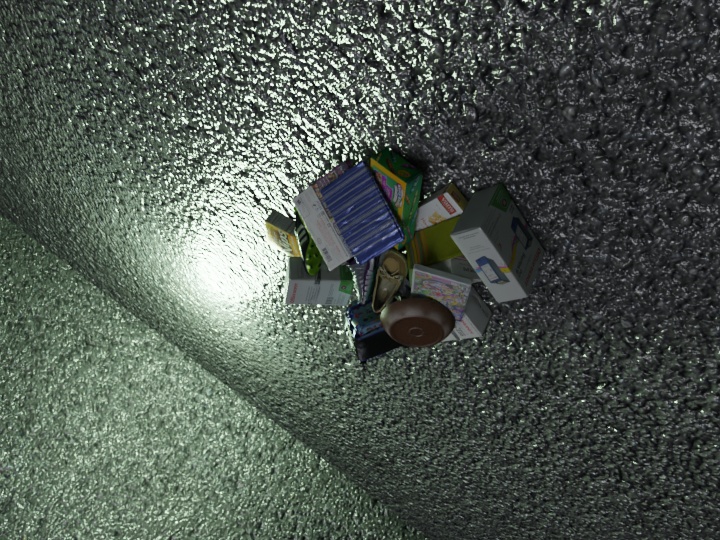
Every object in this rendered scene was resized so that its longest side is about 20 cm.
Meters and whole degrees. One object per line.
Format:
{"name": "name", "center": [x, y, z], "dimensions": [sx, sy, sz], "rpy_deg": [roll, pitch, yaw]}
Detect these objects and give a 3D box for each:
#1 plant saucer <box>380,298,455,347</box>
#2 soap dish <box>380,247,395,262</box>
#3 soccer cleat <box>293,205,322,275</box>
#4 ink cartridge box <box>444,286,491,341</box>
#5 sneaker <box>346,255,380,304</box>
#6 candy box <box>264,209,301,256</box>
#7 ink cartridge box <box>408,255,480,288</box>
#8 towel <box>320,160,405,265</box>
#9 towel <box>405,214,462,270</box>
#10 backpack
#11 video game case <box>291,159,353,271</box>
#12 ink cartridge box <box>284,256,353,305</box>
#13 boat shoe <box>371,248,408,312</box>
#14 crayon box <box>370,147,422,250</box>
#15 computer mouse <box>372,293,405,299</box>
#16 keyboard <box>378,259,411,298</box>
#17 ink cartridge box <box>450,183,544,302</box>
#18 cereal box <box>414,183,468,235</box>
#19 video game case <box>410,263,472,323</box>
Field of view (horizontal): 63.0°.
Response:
{"name": "plant saucer", "center": [0.145, 0.145, 1.505], "dimensions": [0.193, 0.038, 0.203], "rpy_deg": [6, 142, 5]}
{"name": "soap dish", "center": [-0.003, -0.082, 1.537], "dimensions": [0.195, 0.083, 0.157], "rpy_deg": [23, 150, -12]}
{"name": "soccer cleat", "center": [-0.151, -0.090, 1.661], "dimensions": [0.080, 0.066, 0.208], "rpy_deg": [0, 98, 50]}
{"name": "ink cartridge box", "center": [0.236, 0.111, 1.595], "dimensions": [0.146, 0.086, 0.197], "rpy_deg": [48, 143, -19]}
{"name": "sneaker", "center": [0.000, 0.000, 1.520], "dimensions": [0.085, 0.075, 0.204], "rpy_deg": [20, 135, 10]}
{"name": "candy box", "center": [-0.192, -0.089, 1.767], "dimensions": [0.196, 0.056, 0.117], "rpy_deg": [27, 148, 12]}
{"name": "ink cartridge box", "center": [0.220, -0.003, 1.434], "dimensions": [0.114, 0.070, 0.198], "rpy_deg": [8, 162, -33]}
{"name": "towel", "center": [0.005, -0.131, 1.361], "dimensions": [0.143, 0.024, 0.204], "rpy_deg": [-29, 90, 28]}
{"name": "towel", "center": [0.174, -0.062, 1.381], "dimensions": [0.198, 0.018, 0.089], "rpy_deg": [-19, 82, 52]}
{"name": "backpack", "center": [0.037, 0.139, 1.664], "dimensions": [0.201, 0.177, 0.138], "rpy_deg": [-120, 15, -56]}
{"name": "video game case", "center": [-0.050, -0.130, 1.413], "dimensions": [0.179, 0.036, 0.204], "rpy_deg": [-30, 90, 28]}
{"name": "ink cartridge box", "center": [-0.125, 0.033, 1.741], "dimensions": [0.193, 0.087, 0.147], "rpy_deg": [2, 148, -14]}
{"name": "boat shoe", "center": [0.069, 0.030, 1.505], "dimensions": [0.072, 0.064, 0.203], "rpy_deg": [30, 141, 8]}
{"name": "crayon box", "center": [0.075, -0.164, 1.373], "dimensions": [0.118, 0.058, 0.204], "rpy_deg": [40, 145, 29]}
{"name": "computer mouse", "center": [0.052, 0.048, 1.721], "dimensions": [0.195, 0.046, 0.142], "rpy_deg": [26, 147, 16]}
{"name": "keyboard", "center": [0.122, 0.047, 1.542], "dimensions": [0.199, 0.011, 0.056], "rpy_deg": [41, 142, -4]}
{"name": "ink cartridge box", "center": [0.300, -0.057, 1.266], "dimensions": [0.086, 0.147, 0.202], "rpy_deg": [-13, 124, 47]}
{"name": "cereal box", "center": [0.192, -0.109, 1.398], "dimensions": [0.144, 0.040, 0.198], "rpy_deg": [46, 147, -13]}
{"name": "video game case", "center": [0.191, 0.059, 1.432], "dimensions": [0.139, 0.018, 0.202], "rpy_deg": [16, 152, 11]}
